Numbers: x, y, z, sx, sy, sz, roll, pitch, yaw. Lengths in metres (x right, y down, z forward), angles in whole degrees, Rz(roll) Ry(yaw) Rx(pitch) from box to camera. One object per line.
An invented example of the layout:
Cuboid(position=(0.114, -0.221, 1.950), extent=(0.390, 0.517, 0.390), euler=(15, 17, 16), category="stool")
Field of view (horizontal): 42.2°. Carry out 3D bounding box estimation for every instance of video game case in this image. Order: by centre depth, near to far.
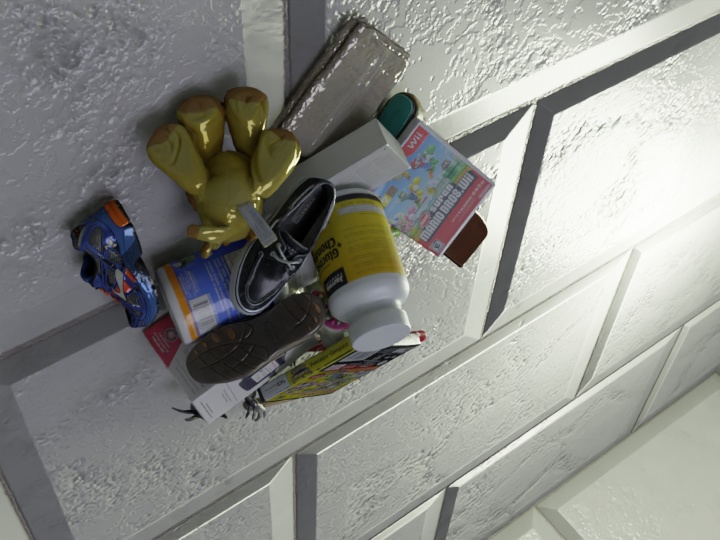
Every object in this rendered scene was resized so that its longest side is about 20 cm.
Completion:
Cuboid(position=(0.099, -0.116, 1.361), extent=(0.200, 0.017, 0.143), euler=(31, 99, -42), category="video game case")
Cuboid(position=(-0.028, 0.141, 1.382), extent=(0.180, 0.026, 0.200), euler=(-32, 163, 24), category="video game case")

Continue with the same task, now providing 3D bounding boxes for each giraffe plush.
Cuboid(position=(-0.158, -0.099, 1.133), extent=(0.172, 0.201, 0.162), euler=(-17, 170, -13), category="giraffe plush")

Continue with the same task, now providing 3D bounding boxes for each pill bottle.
Cuboid(position=(0.000, 0.000, 1.244), extent=(0.111, 0.201, 0.112), euler=(-15, 156, -7), category="pill bottle")
Cuboid(position=(-0.165, 0.013, 1.258), extent=(0.199, 0.112, 0.112), euler=(-23, 145, -15), category="pill bottle")

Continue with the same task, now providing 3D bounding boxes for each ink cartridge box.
Cuboid(position=(-0.182, 0.095, 1.333), extent=(0.200, 0.145, 0.084), euler=(-36, 149, -13), category="ink cartridge box")

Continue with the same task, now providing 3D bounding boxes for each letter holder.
Cuboid(position=(0.140, -0.113, 1.504), extent=(0.142, 0.101, 0.200), euler=(-49, 149, 5), category="letter holder")

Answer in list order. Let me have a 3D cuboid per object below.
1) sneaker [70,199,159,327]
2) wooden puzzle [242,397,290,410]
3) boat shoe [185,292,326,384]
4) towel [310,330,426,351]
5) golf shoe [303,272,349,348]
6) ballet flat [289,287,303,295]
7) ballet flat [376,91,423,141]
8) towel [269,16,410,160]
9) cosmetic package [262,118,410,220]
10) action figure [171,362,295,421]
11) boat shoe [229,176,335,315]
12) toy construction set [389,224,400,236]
Cuboid(position=(-0.307, 0.000, 1.159), extent=(0.078, 0.075, 0.201), euler=(-23, 136, -16), category="sneaker")
Cuboid(position=(-0.081, 0.178, 1.574), extent=(0.199, 0.037, 0.185), euler=(-27, 169, 19), category="wooden puzzle")
Cuboid(position=(-0.132, 0.097, 1.235), extent=(0.199, 0.075, 0.073), euler=(-23, 168, 3), category="boat shoe")
Cuboid(position=(-0.008, 0.114, 1.471), extent=(0.144, 0.023, 0.199), euler=(-14, 169, 42), category="towel")
Cuboid(position=(-0.057, 0.025, 1.357), extent=(0.075, 0.201, 0.092), euler=(-5, 141, -12), category="golf shoe")
Cuboid(position=(-0.146, 0.078, 1.435), extent=(0.200, 0.072, 0.072), euler=(-42, 149, -5), category="ballet flat")
Cuboid(position=(0.022, -0.166, 1.339), extent=(0.200, 0.071, 0.071), euler=(-52, 148, 12), category="ballet flat")
Cuboid(position=(-0.028, -0.231, 1.228), extent=(0.200, 0.034, 0.132), euler=(-50, 148, 13), category="towel")
Cuboid(position=(-0.040, -0.124, 1.268), extent=(0.199, 0.051, 0.082), euler=(-29, 154, 15), category="cosmetic package")
Cuboid(position=(-0.194, 0.188, 1.462), extent=(0.200, 0.119, 0.102), euler=(-37, 129, -25), category="action figure")
Cuboid(position=(-0.094, -0.030, 1.181), extent=(0.072, 0.068, 0.200), euler=(38, 81, -24), category="boat shoe")
Cuboid(position=(0.013, -0.008, 1.427), extent=(0.092, 0.131, 0.201), euler=(4, 90, -25), category="toy construction set")
